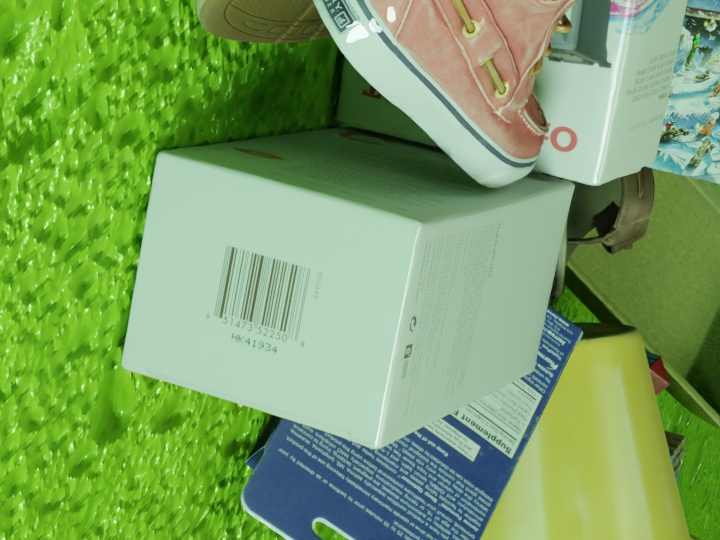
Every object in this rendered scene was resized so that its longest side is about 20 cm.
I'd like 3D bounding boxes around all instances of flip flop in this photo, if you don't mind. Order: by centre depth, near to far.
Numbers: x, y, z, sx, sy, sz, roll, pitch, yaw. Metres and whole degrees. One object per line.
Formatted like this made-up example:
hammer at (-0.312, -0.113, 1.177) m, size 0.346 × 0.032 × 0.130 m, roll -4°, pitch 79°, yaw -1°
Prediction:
flip flop at (0.147, -0.045, 1.291) m, size 0.200 × 0.057 × 0.081 m, roll -41°, pitch 141°, yaw -56°

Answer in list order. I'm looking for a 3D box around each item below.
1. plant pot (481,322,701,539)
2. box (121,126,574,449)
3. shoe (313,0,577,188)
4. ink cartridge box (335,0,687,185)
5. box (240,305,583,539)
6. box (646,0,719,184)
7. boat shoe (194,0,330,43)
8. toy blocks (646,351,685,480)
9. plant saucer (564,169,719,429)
plant pot at (0.097, 0.129, 1.259) m, size 0.201 × 0.200 × 0.190 m, roll -12°, pitch 99°, yaw -67°
box at (0.000, 0.000, 0.991) m, size 0.200 × 0.124 × 0.098 m, roll -16°, pitch 119°, yaw -65°
shoe at (0.059, -0.098, 0.920) m, size 0.200 × 0.091 × 0.072 m, roll 31°, pitch 31°, yaw -62°
ink cartridge box at (0.080, -0.155, 1.055) m, size 0.086 × 0.147 × 0.201 m, roll -19°, pitch 121°, yaw -62°
box at (0.023, 0.075, 1.116) m, size 0.032 × 0.121 × 0.200 m, roll -43°, pitch -166°, yaw 54°
box at (0.197, -0.116, 1.188) m, size 0.199 × 0.040 × 0.137 m, roll 11°, pitch 120°, yaw -31°
boat shoe at (0.011, -0.149, 0.948) m, size 0.199 × 0.063 × 0.073 m, roll -19°, pitch 168°, yaw -31°
toy blocks at (0.142, 0.121, 1.412) m, size 0.100 × 0.136 × 0.201 m, roll -35°, pitch 135°, yaw -59°
plant saucer at (0.198, -0.021, 1.470) m, size 0.200 × 0.048 × 0.200 m, roll 45°, pitch 51°, yaw -16°
